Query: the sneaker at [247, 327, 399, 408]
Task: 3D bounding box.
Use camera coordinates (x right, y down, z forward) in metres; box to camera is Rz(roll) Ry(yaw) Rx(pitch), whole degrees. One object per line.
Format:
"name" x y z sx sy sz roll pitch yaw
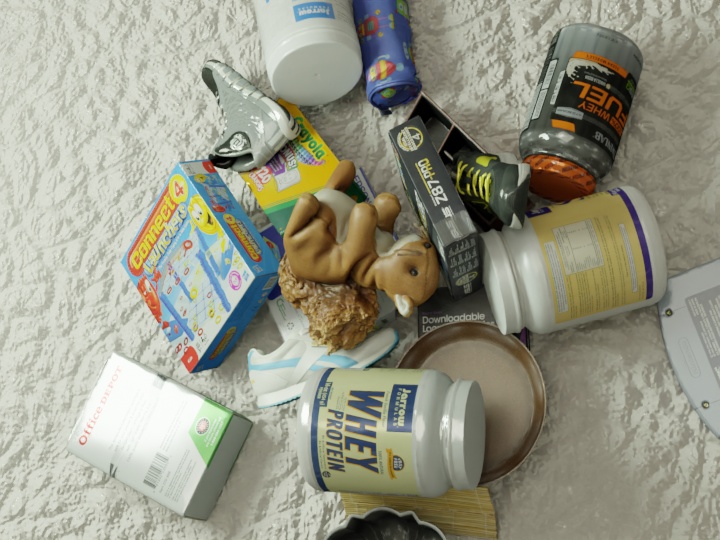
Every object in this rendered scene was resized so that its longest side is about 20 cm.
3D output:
"sneaker" -0.047 0.106 1.561 0.197 0.077 0.082 -21 83 3

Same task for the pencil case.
"pencil case" 0.036 -0.317 1.683 0.077 0.086 0.203 -22 68 35

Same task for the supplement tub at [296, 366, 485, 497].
"supplement tub" 0.037 0.187 1.446 0.197 0.145 0.148 0 76 17

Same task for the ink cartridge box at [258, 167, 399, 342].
"ink cartridge box" -0.036 0.000 1.641 0.198 0.047 0.200 -29 68 6

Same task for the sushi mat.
"sushi mat" 0.068 0.286 1.514 0.197 0.097 0.012 2 39 17

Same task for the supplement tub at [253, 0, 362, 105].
"supplement tub" -0.075 -0.340 1.676 0.130 0.132 0.203 -20 58 10

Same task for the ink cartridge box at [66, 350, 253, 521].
"ink cartridge box" -0.263 0.215 1.629 0.198 0.084 0.148 25 84 21

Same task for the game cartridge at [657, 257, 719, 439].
"game cartridge" 0.433 0.090 1.481 0.131 0.041 0.203 -22 71 14

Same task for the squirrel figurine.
"squirrel figurine" 0.000 0.000 1.508 0.185 0.141 0.202 30 114 8

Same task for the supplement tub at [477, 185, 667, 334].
"supplement tub" 0.250 -0.008 1.483 0.197 0.146 0.148 -14 72 -3

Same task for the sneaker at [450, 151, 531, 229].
"sneaker" 0.147 -0.096 1.448 0.083 0.200 0.076 6 101 -3

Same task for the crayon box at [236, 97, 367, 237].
"crayon box" -0.090 -0.130 1.652 0.118 0.058 0.201 -39 50 3

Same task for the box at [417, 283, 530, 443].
"box" 0.142 0.118 1.560 0.140 0.036 0.204 -5 73 15

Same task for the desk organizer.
"desk organizer" 0.129 -0.134 1.607 0.072 0.077 0.200 -44 68 1

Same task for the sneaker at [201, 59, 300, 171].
"sneaker" -0.178 -0.199 1.659 0.116 0.075 0.199 -50 51 -4

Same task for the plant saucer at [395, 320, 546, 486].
"plant saucer" 0.130 0.163 1.517 0.197 0.032 0.204 -4 75 15

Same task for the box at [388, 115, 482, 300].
"box" 0.094 -0.071 1.501 0.049 0.200 0.163 -25 70 -1

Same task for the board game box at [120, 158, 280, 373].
"board game box" -0.212 -0.005 1.634 0.197 0.055 0.201 53 128 22

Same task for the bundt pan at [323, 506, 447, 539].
"bundt pan" 0.040 0.387 1.493 0.198 0.076 0.206 -3 80 16

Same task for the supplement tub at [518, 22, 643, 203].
"supplement tub" 0.270 -0.192 1.547 0.121 0.123 0.203 14 74 19
